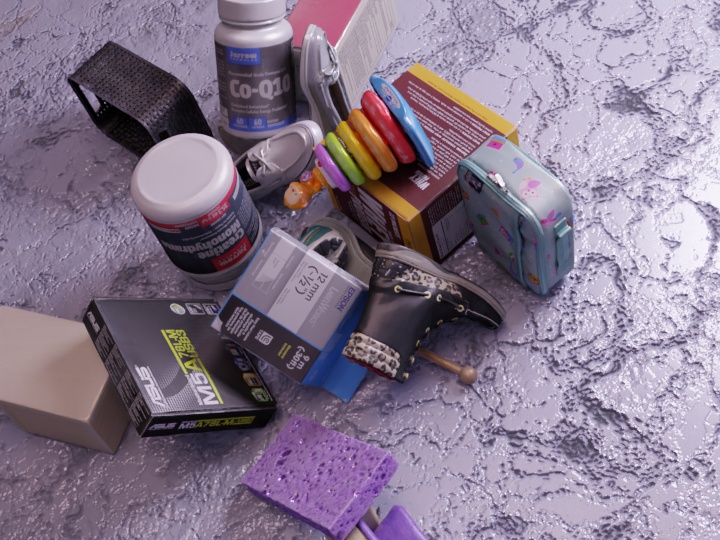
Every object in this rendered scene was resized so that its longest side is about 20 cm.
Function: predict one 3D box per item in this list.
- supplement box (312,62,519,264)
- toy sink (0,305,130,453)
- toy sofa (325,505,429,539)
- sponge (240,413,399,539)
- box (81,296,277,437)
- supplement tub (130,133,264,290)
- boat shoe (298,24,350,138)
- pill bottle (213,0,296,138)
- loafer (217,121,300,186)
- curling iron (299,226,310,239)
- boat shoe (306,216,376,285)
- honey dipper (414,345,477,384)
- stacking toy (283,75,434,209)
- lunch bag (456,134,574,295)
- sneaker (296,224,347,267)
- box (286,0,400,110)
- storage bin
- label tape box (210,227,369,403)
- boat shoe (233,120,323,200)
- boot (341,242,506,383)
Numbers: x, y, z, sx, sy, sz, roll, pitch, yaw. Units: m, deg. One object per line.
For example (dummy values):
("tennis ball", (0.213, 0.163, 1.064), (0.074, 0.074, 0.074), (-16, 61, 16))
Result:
("supplement box", (0.082, -0.140, 1.454), (0.200, 0.133, 0.197), (-41, 57, -14))
("toy sink", (-0.401, 0.145, 1.402), (0.199, 0.112, 0.131), (10, 60, 15))
("toy sofa", (0.060, 0.340, 1.170), (0.098, 0.083, 0.200), (-39, 56, -11))
("sponge", (-0.051, 0.239, 1.244), (0.112, 0.030, 0.200), (-49, 30, -20))
("box", (-0.227, 0.117, 1.338), (0.048, 0.193, 0.200), (-54, 52, 27))
("supplement tub", (-0.216, -0.076, 1.446), (0.140, 0.200, 0.141), (-7, 56, 10))
("boat shoe", (-0.046, -0.263, 1.530), (0.065, 0.202, 0.075), (2, 42, 12))
("pill bottle", (-0.152, -0.302, 1.526), (0.113, 0.200, 0.114), (-1, 31, 1))
("loafer", (-0.130, -0.188, 1.584), (0.200, 0.072, 0.063), (32, 62, 33))
("curling iron", (-0.106, 0.019, 1.461), (0.049, 0.026, 0.200), (12, 60, 18))
("boat shoe", (0.000, 0.000, 1.430), (0.076, 0.060, 0.200), (-51, 55, 13))
("honey dipper", (0.062, 0.097, 1.365), (0.200, 0.038, 0.038), (26, 66, 23))
("stacking toy", (-0.017, -0.144, 1.351), (0.200, 0.110, 0.116), (-35, 57, 4))
("lunch bag", (0.200, -0.066, 1.334), (0.077, 0.200, 0.160), (-36, 58, -8))
("sneaker", (-0.102, 0.018, 1.406), (0.200, 0.078, 0.080), (-42, 37, -5))
("box", (-0.034, -0.369, 1.640), (0.109, 0.128, 0.200), (14, 61, 23))
("storage bin", (-0.338, -0.250, 1.632), (0.200, 0.135, 0.094), (31, 69, 29))
("label tape box", (-0.064, 0.059, 1.322), (0.200, 0.066, 0.143), (33, 94, 0))
("boat shoe", (-0.130, -0.145, 1.494), (0.065, 0.200, 0.074), (-18, 77, -47))
("boot", (0.077, 0.071, 1.312), (0.073, 0.203, 0.154), (3, 67, 59))
